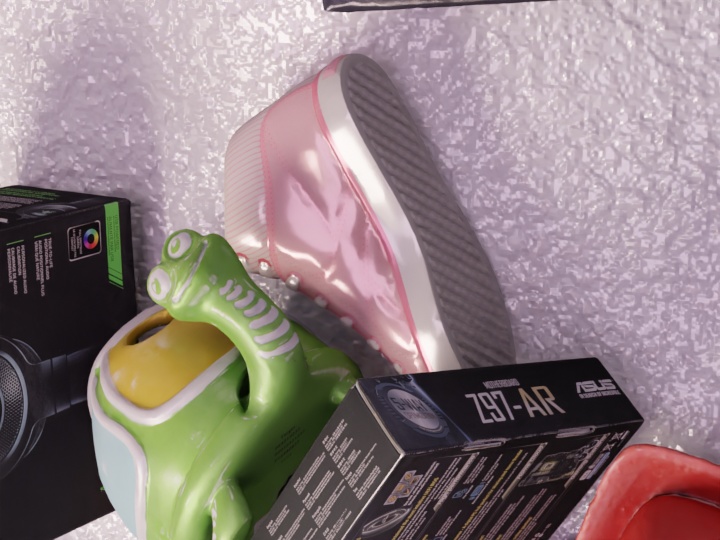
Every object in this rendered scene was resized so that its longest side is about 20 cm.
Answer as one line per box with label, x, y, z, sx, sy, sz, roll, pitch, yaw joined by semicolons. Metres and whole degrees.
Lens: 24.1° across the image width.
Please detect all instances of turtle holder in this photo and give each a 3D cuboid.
turtle holder;-0.075;0.076;0.840;0.132;0.186;0.141;35;81;25

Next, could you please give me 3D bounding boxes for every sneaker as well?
sneaker;0.000;0.000;0.852;0.105;0.075;0.200;-23;96;30

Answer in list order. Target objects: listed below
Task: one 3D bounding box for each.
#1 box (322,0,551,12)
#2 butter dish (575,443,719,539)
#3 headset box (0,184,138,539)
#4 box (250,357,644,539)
box;0.084;-0.219;0.741;0.200;0.117;0.197;0;103;21
butter dish;0.170;0.211;0.774;0.200;0.148;0.200;22;109;13
headset box;-0.204;0.057;0.874;0.093;0.200;0.174;8;106;34
box;0.023;0.129;0.809;0.044;0.160;0.200;55;130;31
